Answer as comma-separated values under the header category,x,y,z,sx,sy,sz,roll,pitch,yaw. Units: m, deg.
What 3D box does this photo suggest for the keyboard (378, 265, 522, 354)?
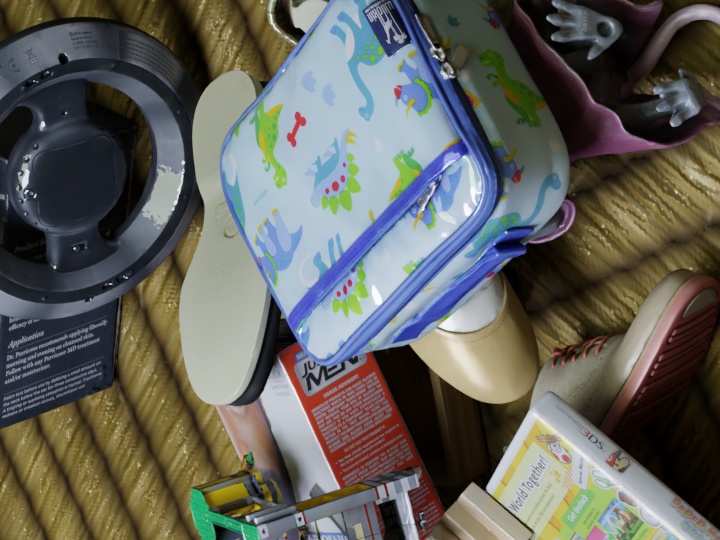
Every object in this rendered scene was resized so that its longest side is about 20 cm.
category,x,y,z,sx,sy,sz,roll,pitch,yaw
keyboard,0.000,0.000,1.541,0.200,0.040,0.104,34,124,29

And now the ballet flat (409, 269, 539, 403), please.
category,x,y,z,sx,sy,sz,roll,pitch,yaw
ballet flat,0.034,-0.014,1.468,0.200,0.068,0.063,56,170,22

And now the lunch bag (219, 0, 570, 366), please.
category,x,y,z,sx,sy,sz,roll,pitch,yaw
lunch bag,0.015,-0.052,1.387,0.200,0.082,0.161,-44,66,45

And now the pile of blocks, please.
category,x,y,z,sx,sy,sz,roll,pitch,yaw
pile of blocks,0.098,0.217,1.495,0.200,0.062,0.082,52,152,-13

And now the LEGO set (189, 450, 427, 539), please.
category,x,y,z,sx,sy,sz,roll,pitch,yaw
LEGO set,-0.008,0.190,1.477,0.154,0.115,0.201,157,96,-70

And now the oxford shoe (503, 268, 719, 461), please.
category,x,y,z,sx,sy,sz,roll,pitch,yaw
oxford shoe,0.134,0.064,1.472,0.075,0.070,0.200,47,130,22

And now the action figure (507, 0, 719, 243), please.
category,x,y,z,sx,sy,sz,roll,pitch,yaw
action figure,0.104,-0.092,1.439,0.134,0.148,0.200,65,153,9

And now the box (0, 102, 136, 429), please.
category,x,y,z,sx,sy,sz,roll,pitch,yaw
box,-0.265,-0.029,1.759,0.199,0.124,0.198,25,118,33

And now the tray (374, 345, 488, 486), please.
category,x,y,z,sx,sy,sz,roll,pitch,yaw
tray,0.015,0.028,1.588,0.098,0.037,0.201,-1,105,41

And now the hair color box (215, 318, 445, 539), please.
category,x,y,z,sx,sy,sz,roll,pitch,yaw
hair color box,-0.012,0.127,1.560,0.111,0.064,0.201,-8,108,60

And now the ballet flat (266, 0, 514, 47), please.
category,x,y,z,sx,sy,sz,roll,pitch,yaw
ballet flat,0.027,-0.149,1.494,0.199,0.071,0.071,6,109,40

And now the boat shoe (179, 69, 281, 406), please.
category,x,y,z,sx,sy,sz,roll,pitch,yaw
boat shoe,-0.060,-0.015,1.506,0.073,0.063,0.202,-18,60,37

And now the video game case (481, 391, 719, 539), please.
category,x,y,z,sx,sy,sz,roll,pitch,yaw
video game case,0.146,0.171,1.459,0.182,0.023,0.200,40,152,10

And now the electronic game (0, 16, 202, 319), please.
category,x,y,z,sx,sy,sz,roll,pitch,yaw
electronic game,-0.183,-0.062,1.625,0.042,0.199,0.201,41,131,50
